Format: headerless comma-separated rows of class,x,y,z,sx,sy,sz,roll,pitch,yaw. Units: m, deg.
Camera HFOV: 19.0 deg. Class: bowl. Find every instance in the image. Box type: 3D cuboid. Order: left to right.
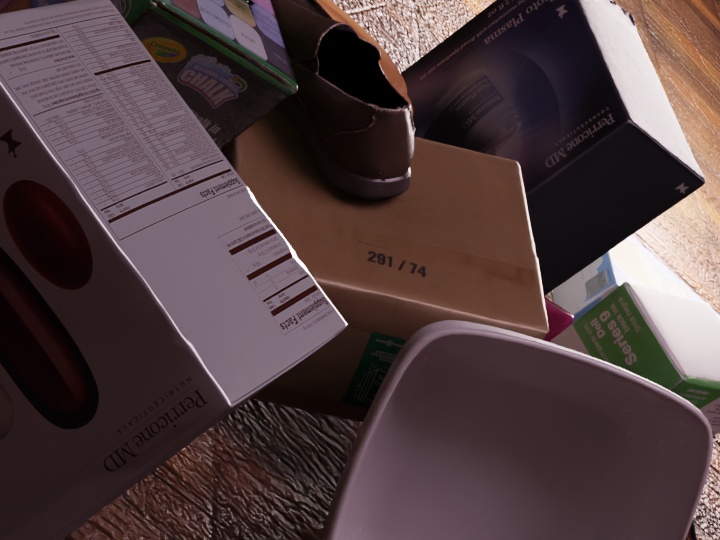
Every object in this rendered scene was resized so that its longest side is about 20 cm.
bowl,0.083,0.130,1.242,0.199,0.200,0.075,19,13,-13

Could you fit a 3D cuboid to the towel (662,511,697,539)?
towel,0.190,0.214,1.323,0.147,0.022,0.200,-99,-174,-47

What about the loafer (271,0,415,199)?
loafer,-0.016,-0.130,1.343,0.073,0.071,0.200,-8,45,-35

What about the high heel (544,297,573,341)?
high heel,0.067,-0.019,1.481,0.067,0.096,0.200,12,48,-56

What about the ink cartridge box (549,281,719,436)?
ink cartridge box,0.153,0.105,1.452,0.146,0.200,0.084,13,42,-58

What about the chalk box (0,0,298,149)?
chalk box,-0.126,-0.142,1.262,0.124,0.200,0.124,30,32,-44

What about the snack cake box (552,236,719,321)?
snack cake box,0.254,0.049,1.901,0.200,0.067,0.115,39,25,-30

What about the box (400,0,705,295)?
box,0.142,-0.109,1.737,0.123,0.200,0.199,31,31,-44

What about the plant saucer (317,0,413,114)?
plant saucer,-0.037,-0.181,1.657,0.200,0.032,0.200,36,17,-13

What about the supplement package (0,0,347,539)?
supplement package,-0.155,0.013,0.995,0.200,0.191,0.147,53,23,2

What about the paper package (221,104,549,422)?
paper package,0.000,0.000,1.332,0.200,0.104,0.191,13,37,-13
